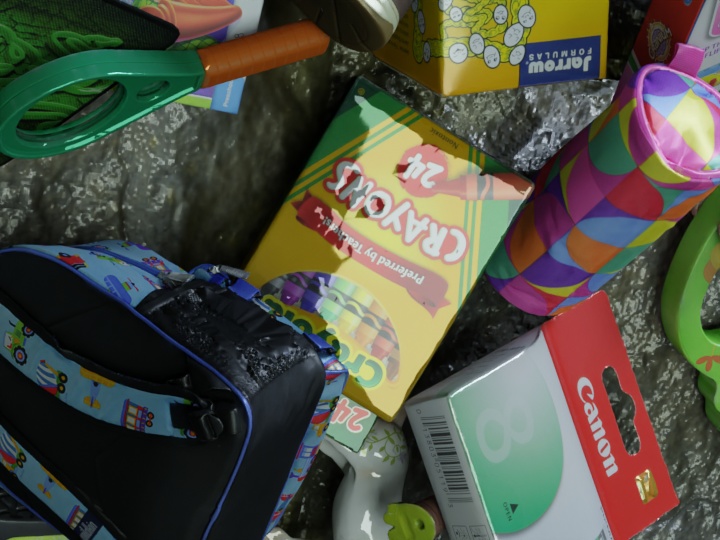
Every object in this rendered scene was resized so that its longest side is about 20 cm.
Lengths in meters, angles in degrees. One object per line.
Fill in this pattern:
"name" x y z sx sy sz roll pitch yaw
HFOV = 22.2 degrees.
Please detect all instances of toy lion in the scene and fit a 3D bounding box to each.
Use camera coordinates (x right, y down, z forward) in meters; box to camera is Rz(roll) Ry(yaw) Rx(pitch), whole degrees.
"toy lion" 0.291 0.040 1.266 0.199 0.069 0.193 13 110 -25

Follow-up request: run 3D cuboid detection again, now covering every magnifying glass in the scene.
"magnifying glass" -0.108 -0.105 1.003 0.199 0.080 0.022 -17 70 -23

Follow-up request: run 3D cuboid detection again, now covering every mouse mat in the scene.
"mouse mat" -0.209 -0.109 0.945 0.160 0.008 0.200 -31 155 27

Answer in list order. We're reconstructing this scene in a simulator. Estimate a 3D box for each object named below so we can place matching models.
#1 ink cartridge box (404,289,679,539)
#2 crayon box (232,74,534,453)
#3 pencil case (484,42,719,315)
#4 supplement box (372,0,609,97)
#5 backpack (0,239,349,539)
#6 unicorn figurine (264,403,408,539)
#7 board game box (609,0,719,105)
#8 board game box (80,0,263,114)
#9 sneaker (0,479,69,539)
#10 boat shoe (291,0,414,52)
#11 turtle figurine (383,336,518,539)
"ink cartridge box" 0.130 0.117 1.146 0.199 0.050 0.162 -26 100 -37
"crayon box" 0.000 0.000 1.107 0.126 0.051 0.201 30 93 -6
"pencil case" 0.150 -0.048 1.108 0.088 0.089 0.200 11 148 -25
"supplement box" 0.074 -0.213 1.057 0.108 0.110 0.201 -8 111 -19
"backpack" -0.132 0.070 1.045 0.134 0.199 0.183 -32 149 -52
"unicorn figurine" -0.005 0.163 1.176 0.136 0.074 0.201 2 107 -22
"board game box" 0.242 -0.147 1.118 0.152 0.040 0.200 -18 155 -16
"board game box" -0.114 -0.199 1.023 0.134 0.045 0.201 8 105 -24
"sneaker" -0.171 0.162 1.126 0.199 0.072 0.083 11 128 -24
"boat shoe" -0.043 -0.209 0.990 0.200 0.073 0.065 50 60 -20
"turtle figurine" 0.086 0.158 1.180 0.161 0.064 0.201 -34 129 -46
